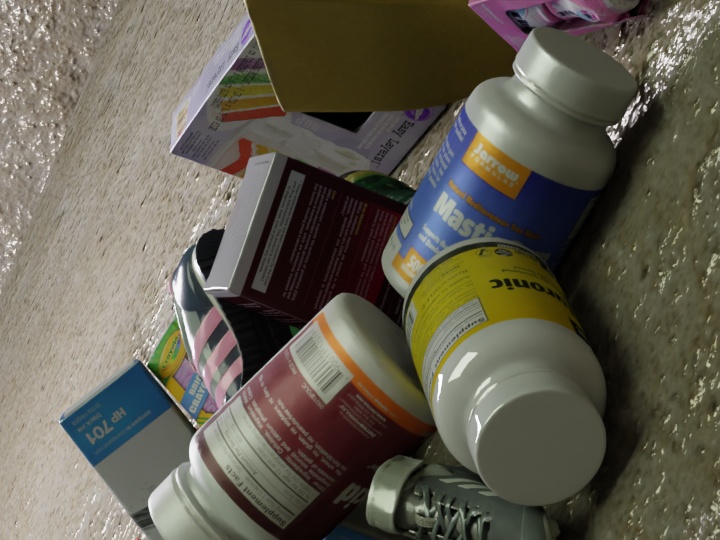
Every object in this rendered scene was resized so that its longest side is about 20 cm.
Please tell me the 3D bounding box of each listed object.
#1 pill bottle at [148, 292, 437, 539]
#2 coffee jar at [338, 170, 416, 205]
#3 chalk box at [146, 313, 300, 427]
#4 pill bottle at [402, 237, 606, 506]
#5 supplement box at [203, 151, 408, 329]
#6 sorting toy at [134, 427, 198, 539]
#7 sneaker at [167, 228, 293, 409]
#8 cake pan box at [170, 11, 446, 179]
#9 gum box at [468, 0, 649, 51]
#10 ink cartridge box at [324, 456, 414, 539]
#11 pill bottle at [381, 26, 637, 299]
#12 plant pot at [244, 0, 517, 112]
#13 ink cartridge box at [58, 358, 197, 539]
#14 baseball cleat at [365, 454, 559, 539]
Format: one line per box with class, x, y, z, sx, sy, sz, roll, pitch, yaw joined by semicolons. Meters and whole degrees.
pill bottle;-0.043;0.121;1.639;0.200;0.114;0.114;-44;23;13
coffee jar;0.022;-0.019;1.894;0.104;0.085;0.200;-66;18;2
chalk box;-0.073;0.069;1.888;0.124;0.125;0.200;-58;40;8
pill bottle;0.095;0.066;1.535;0.111;0.111;0.200;-62;19;19
supplement box;0.000;0.000;1.743;0.061;0.200;0.109;-4;65;69
sorting toy;-0.140;0.226;2.118;0.200;0.070;0.199;-69;17;-4
sneaker;-0.088;0.074;1.766;0.082;0.070;0.200;-39;62;50
cake pan box;-0.044;-0.140;2.073;0.200;0.184;0.052;-47;32;48
gum box;0.156;-0.258;1.739;0.113;0.066;0.200;-12;54;39
ink cartridge box;-0.035;0.230;1.772;0.200;0.085;0.145;-61;20;24
pill bottle;0.106;-0.062;1.650;0.200;0.112;0.112;-61;19;23
plant pot;0.039;-0.239;1.879;0.196;0.200;0.194;74;-153;-63
ink cartridge box;-0.150;0.172;1.935;0.086;0.200;0.146;-36;2;-6
baseball cleat;0.060;0.165;1.529;0.200;0.106;0.070;-156;74;-78
